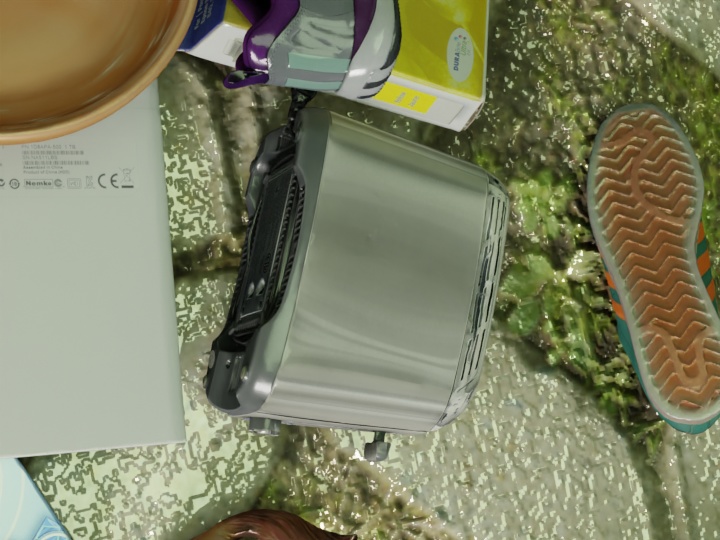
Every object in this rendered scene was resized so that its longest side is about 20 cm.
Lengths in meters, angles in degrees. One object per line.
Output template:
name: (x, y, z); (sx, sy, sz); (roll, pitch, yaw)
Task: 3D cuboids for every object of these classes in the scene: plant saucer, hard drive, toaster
plant saucer: (-0.176, -0.154, 0.679); (0.199, 0.037, 0.201); (3, 78, -16)
hard drive: (-0.164, -0.004, 0.746); (0.132, 0.025, 0.201); (-2, 82, -29)
toaster: (0.000, 0.000, 0.778); (0.129, 0.114, 0.201); (15, 77, -19)

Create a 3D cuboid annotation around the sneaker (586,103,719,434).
sneaker: (0.178, 0.001, 0.858); (0.071, 0.080, 0.201); (-8, 72, 5)

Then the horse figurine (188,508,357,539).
horse figurine: (-0.086, 0.203, 0.772); (0.132, 0.050, 0.200); (37, 87, 5)

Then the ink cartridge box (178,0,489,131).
ink cartridge box: (-0.024, -0.189, 0.773); (0.199, 0.047, 0.198); (15, 60, -17)

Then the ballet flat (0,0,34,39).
ballet flat: (-0.202, -0.171, 0.735); (0.069, 0.069, 0.201); (-15, 82, -16)

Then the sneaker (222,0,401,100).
sneaker: (-0.037, -0.179, 0.696); (0.087, 0.074, 0.201); (-2, 65, -17)

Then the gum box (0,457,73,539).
gum box: (-0.260, 0.128, 0.731); (0.170, 0.045, 0.200); (-33, 99, -15)
